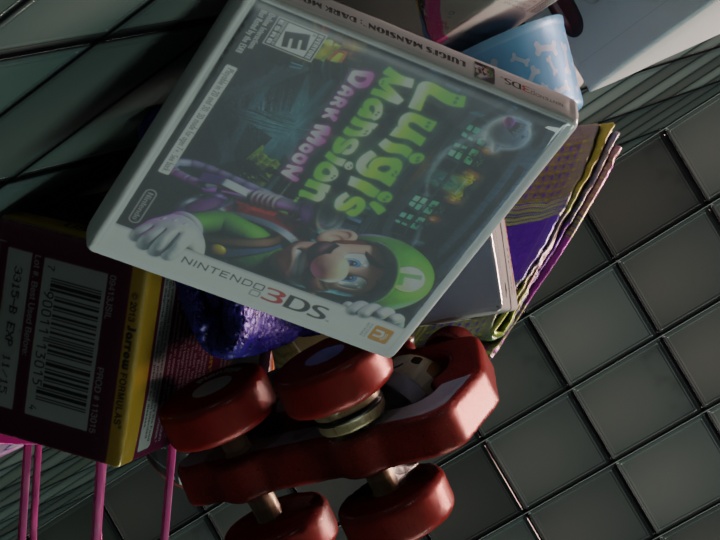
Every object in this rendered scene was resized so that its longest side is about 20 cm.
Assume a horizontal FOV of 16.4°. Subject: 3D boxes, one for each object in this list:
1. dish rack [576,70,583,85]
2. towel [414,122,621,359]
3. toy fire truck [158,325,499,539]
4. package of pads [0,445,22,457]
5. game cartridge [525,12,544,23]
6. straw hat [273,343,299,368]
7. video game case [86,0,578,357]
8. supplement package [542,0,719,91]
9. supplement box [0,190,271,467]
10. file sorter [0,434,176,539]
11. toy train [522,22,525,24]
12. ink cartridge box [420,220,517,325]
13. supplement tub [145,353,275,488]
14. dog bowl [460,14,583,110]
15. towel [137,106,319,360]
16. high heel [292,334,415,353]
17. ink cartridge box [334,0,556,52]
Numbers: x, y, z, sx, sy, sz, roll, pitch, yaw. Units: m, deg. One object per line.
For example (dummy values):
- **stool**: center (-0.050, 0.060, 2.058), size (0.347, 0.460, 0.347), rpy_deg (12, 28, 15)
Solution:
- **dish rack**: center (0.093, -0.126, 1.742), size (0.200, 0.044, 0.172), rpy_deg (-28, -170, 25)
- **towel**: center (0.081, -0.023, 1.683), size (0.143, 0.023, 0.200), rpy_deg (1, -132, 45)
- **toy fire truck**: center (-0.008, 0.082, 1.444), size (0.200, 0.112, 0.168), rpy_deg (-16, -163, 32)
- **package of pads**: center (-0.230, 0.071, 1.842), size (0.200, 0.076, 0.120), rpy_deg (-34, 173, 36)
- **game cartridge**: center (0.085, -0.148, 1.615), size (0.200, 0.041, 0.133), rpy_deg (-31, -177, 9)
- **straw hat**: center (-0.067, -0.017, 1.796), size (0.085, 0.202, 0.201), rpy_deg (17, 152, -23)
- **video game case**: center (-0.018, -0.047, 1.261), size (0.200, 0.181, 0.023), rpy_deg (-53, -155, 40)
- **supplement package**: center (0.207, -0.210, 1.406), size (0.156, 0.111, 0.200), rpy_deg (-26, 173, -45)
- **supplement box**: center (-0.131, 0.025, 1.490), size (0.103, 0.131, 0.200), rpy_deg (14, -167, 21)
- **file sorter**: center (-0.227, 0.138, 1.542), size (0.200, 0.126, 0.139), rpy_deg (2, -171, -25)
- **toy train**: center (0.037, -0.127, 1.452), size (0.114, 0.085, 0.200), rpy_deg (-17, 176, -8)
- **ink cartridge box**: center (0.053, -0.027, 1.533), size (0.068, 0.116, 0.200), rpy_deg (-9, 178, 6)
- **supplement tub**: center (-0.111, 0.081, 1.750), size (0.107, 0.107, 0.200), rpy_deg (-30, 161, -10)
- **dog bowl**: center (0.031, -0.068, 1.327), size (0.200, 0.050, 0.111), rpy_deg (-28, 176, 27)
- **towel**: center (-0.053, -0.030, 1.441), size (0.049, 0.148, 0.200), rpy_deg (-17, 179, 21)
- **high heel**: center (0.000, 0.000, 1.620), size (0.142, 0.072, 0.200), rpy_deg (-29, -149, -34)
- **ink cartridge box**: center (0.030, -0.140, 1.295), size (0.200, 0.068, 0.116), rpy_deg (-33, 174, 13)
